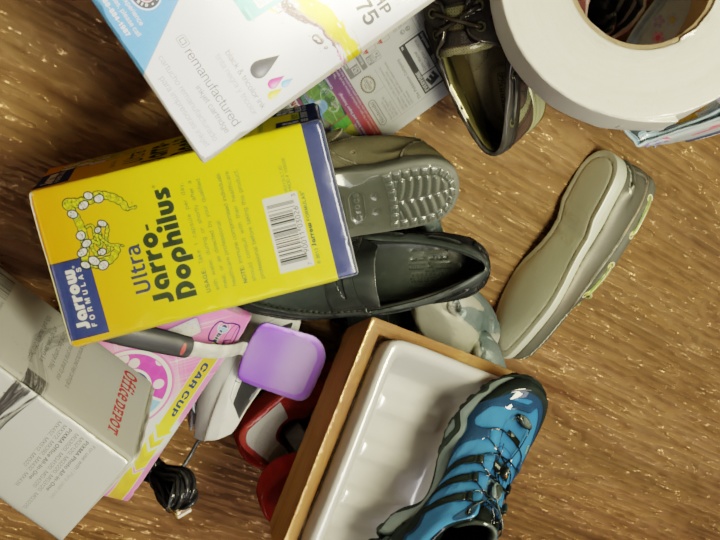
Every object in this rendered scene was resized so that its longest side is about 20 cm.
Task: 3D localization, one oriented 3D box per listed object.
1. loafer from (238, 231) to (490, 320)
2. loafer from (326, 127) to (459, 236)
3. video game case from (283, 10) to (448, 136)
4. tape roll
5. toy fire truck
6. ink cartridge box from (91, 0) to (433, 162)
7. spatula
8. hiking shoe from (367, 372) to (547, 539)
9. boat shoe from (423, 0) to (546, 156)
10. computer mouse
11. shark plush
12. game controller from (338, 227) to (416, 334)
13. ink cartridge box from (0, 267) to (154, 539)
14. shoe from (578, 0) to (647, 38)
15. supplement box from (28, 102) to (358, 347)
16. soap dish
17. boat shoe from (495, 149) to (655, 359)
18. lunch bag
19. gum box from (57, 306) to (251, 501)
[{"bbox_3d":[0.000,0.000,1.182,0.198,0.070,0.069,-4,89,-6],"label":"loafer"},{"bbox_3d":[-0.028,-0.062,1.173,0.198,0.070,0.076,-4,124,-6],"label":"loafer"},{"bbox_3d":[-0.035,-0.159,1.159,0.182,0.023,0.200,-36,133,-1],"label":"video game case"},{"bbox_3d":[0.190,-0.200,1.087,0.200,0.071,0.205,0,89,-1],"label":"tape roll"},{"bbox_3d":[-0.002,0.148,1.315,0.168,0.112,0.200,-41,122,6],"label":"toy fire truck"},{"bbox_3d":[-0.072,-0.201,1.009,0.199,0.146,0.147,-36,116,-2],"label":"ink cartridge box"},{"bbox_3d":[-0.115,0.057,1.175,0.198,0.021,0.057,13,112,-34],"label":"spatula"},{"bbox_3d":[0.089,0.171,1.173,0.074,0.086,0.201,39,81,-31],"label":"hiking shoe"},{"bbox_3d":[0.084,-0.177,1.150,0.073,0.065,0.201,-9,121,32],"label":"boat shoe"},{"bbox_3d":[-0.119,0.095,1.253,0.044,0.110,0.201,30,94,-30],"label":"computer mouse"},{"bbox_3d":[0.067,0.009,1.290,0.201,0.090,0.084,59,47,-31],"label":"shark plush"},{"bbox_3d":[0.033,0.052,1.339,0.104,0.042,0.202,-29,133,-27],"label":"game controller"},{"bbox_3d":[-0.248,0.073,1.074,0.199,0.145,0.084,39,102,-12],"label":"ink cartridge box"},{"bbox_3d":[0.150,-0.185,1.193,0.071,0.091,0.201,11,116,-33],"label":"shoe"},{"bbox_3d":[-0.111,-0.034,1.070,0.198,0.109,0.111,-14,102,-1],"label":"supplement box"},{"bbox_3d":[0.025,0.148,1.229,0.156,0.081,0.202,21,91,-33],"label":"soap dish"},{"bbox_3d":[0.184,-0.004,1.352,0.060,0.072,0.203,21,107,-32],"label":"boat shoe"},{"bbox_3d":[0.284,-0.175,1.213,0.200,0.127,0.169,-51,168,13],"label":"lunch bag"},{"bbox_3d":[-0.189,0.081,1.212,0.113,0.066,0.201,23,108,-37],"label":"gum box"}]
